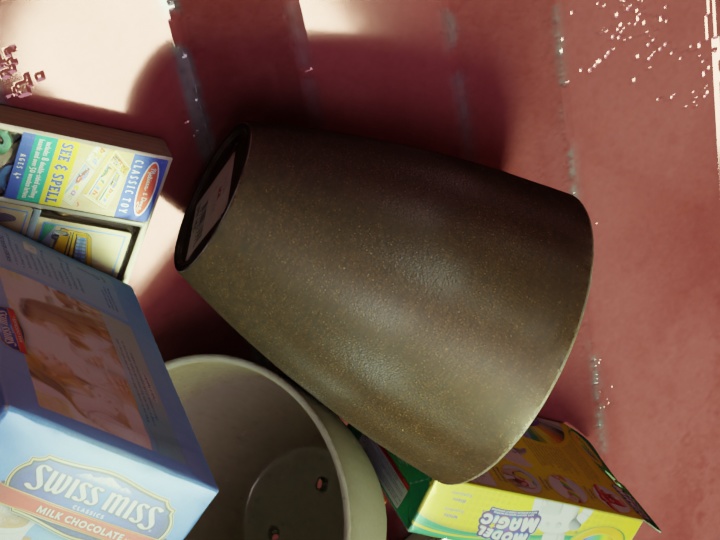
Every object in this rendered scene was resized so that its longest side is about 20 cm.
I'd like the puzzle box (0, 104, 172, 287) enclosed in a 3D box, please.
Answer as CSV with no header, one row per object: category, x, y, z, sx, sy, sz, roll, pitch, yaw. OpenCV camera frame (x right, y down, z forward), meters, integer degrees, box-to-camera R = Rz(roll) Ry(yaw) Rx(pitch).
puzzle box,-0.200,0.004,0.984,0.132,0.025,0.201,9,117,-28

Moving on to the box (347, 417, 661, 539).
box,0.099,0.137,1.136,0.199,0.117,0.049,14,113,-30

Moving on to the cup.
cup,-0.061,0.158,1.057,0.201,0.200,0.143,-50,154,14

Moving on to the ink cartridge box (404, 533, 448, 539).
ink cartridge box,0.078,0.236,1.223,0.116,0.068,0.200,-38,128,5

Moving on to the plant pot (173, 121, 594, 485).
plant pot,0.000,0.000,0.986,0.199,0.187,0.188,25,110,-19

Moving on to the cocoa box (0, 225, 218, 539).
cocoa box,-0.183,0.083,0.900,0.133,0.200,0.132,27,108,-34

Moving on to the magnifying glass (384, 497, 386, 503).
magnifying glass,-0.059,0.221,1.186,0.200,0.022,0.079,-46,126,9
